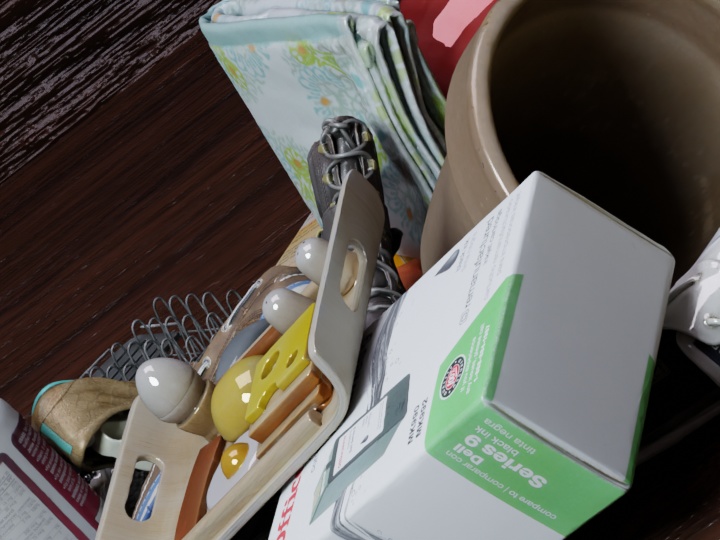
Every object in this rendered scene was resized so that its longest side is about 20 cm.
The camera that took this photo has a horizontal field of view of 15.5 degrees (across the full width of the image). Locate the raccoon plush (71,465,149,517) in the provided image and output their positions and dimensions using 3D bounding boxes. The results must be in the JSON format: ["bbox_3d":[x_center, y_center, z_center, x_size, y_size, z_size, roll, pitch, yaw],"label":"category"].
[{"bbox_3d":[-0.172,0.132,1.745,0.134,0.097,0.200,-26,16,16],"label":"raccoon plush"}]

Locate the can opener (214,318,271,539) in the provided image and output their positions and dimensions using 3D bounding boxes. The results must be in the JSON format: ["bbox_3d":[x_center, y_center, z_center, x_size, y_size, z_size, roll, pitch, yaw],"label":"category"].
[{"bbox_3d":[-0.073,0.102,1.430,0.053,0.066,0.200,-29,21,29],"label":"can opener"}]

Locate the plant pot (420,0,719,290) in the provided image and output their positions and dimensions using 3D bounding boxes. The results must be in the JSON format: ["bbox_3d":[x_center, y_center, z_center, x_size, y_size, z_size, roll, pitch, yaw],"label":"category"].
[{"bbox_3d":[0.114,-0.037,1.380,0.200,0.200,0.175,-48,0,-34],"label":"plant pot"}]

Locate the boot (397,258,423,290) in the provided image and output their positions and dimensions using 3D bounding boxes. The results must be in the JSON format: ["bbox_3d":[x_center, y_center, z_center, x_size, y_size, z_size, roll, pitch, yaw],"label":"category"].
[{"bbox_3d":[0.027,0.030,1.600,0.200,0.075,0.107,-12,25,46],"label":"boot"}]

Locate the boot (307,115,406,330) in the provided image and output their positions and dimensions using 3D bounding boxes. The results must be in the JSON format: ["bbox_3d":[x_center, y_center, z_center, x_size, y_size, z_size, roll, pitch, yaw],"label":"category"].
[{"bbox_3d":[0.000,0.000,1.436,0.069,0.174,0.200,-8,-11,-6],"label":"boot"}]

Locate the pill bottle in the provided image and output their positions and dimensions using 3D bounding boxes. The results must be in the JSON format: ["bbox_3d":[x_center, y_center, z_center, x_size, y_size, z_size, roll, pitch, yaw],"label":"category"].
[{"bbox_3d":[-0.221,0.144,1.569,0.110,0.200,0.110,-39,16,13],"label":"pill bottle"}]

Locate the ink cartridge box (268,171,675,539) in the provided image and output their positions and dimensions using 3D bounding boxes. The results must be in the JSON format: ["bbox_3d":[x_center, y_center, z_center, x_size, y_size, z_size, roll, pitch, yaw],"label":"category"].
[{"bbox_3d":[0.045,0.073,1.220,0.200,0.084,0.146,-44,22,43],"label":"ink cartridge box"}]

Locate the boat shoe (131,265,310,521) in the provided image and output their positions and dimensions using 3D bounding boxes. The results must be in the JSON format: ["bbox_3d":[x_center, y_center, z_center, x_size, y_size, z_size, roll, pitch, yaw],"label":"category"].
[{"bbox_3d":[-0.076,0.088,1.567,0.200,0.072,0.072,-55,35,7],"label":"boat shoe"}]

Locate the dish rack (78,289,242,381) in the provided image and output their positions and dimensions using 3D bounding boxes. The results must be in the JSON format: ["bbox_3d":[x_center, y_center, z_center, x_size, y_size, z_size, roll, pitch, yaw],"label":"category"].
[{"bbox_3d":[-0.134,0.066,1.849,0.200,0.055,0.153,-7,30,40],"label":"dish rack"}]

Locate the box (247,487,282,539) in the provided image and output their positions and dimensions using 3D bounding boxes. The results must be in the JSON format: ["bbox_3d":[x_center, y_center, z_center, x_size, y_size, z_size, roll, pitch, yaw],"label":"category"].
[{"bbox_3d":[-0.056,0.161,1.419,0.158,0.048,0.200,-48,16,-32],"label":"box"}]

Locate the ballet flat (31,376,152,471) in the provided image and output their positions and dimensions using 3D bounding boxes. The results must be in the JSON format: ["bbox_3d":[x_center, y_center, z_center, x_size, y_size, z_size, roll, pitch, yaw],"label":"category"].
[{"bbox_3d":[-0.104,0.095,1.636,0.072,0.200,0.068,46,127,46],"label":"ballet flat"}]

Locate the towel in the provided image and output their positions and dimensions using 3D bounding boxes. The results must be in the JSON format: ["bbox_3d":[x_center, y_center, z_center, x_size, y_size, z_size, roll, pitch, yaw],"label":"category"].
[{"bbox_3d":[-0.004,-0.084,1.560,0.048,0.171,0.200,-36,22,-22],"label":"towel"}]

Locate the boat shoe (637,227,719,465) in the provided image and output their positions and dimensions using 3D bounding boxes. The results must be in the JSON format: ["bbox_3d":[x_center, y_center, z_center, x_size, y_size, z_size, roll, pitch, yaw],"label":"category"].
[{"bbox_3d":[0.164,0.029,1.230,0.200,0.072,0.066,-35,18,18],"label":"boat shoe"}]

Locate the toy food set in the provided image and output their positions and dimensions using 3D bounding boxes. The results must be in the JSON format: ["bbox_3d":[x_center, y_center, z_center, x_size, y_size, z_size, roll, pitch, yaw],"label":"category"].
[{"bbox_3d":[-0.064,0.055,1.317,0.200,0.060,0.144,-47,19,34],"label":"toy food set"}]

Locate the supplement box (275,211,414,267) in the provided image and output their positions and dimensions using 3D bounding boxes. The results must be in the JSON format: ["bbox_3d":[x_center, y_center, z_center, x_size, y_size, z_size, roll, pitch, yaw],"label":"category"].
[{"bbox_3d":[0.020,-0.021,1.756,0.126,0.074,0.200,-29,16,31],"label":"supplement box"}]

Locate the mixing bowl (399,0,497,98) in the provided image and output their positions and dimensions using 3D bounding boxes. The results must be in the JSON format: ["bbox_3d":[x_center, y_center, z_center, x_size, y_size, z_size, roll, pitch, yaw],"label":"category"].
[{"bbox_3d":[0.082,-0.102,1.575,0.108,0.200,0.200,-40,13,-21],"label":"mixing bowl"}]
